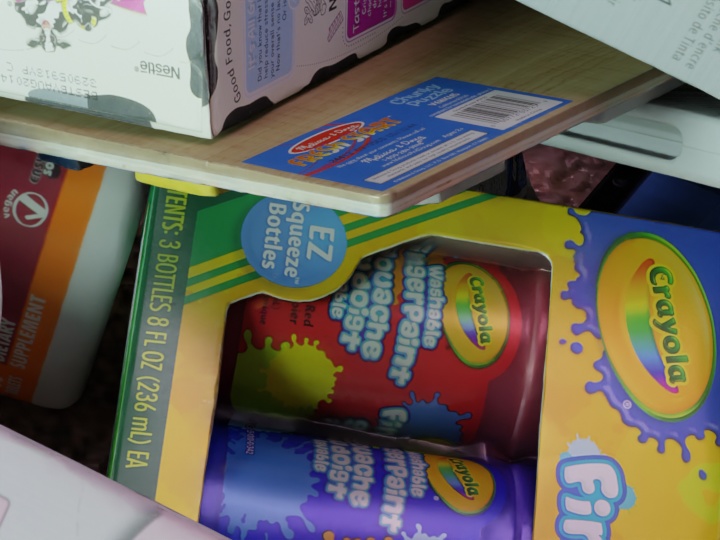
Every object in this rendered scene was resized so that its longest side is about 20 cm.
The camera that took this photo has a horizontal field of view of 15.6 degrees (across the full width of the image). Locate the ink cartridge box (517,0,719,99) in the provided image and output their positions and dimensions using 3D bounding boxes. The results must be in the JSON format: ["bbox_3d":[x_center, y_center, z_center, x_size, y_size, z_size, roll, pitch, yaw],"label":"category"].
[{"bbox_3d":[0.121,-0.096,0.720,0.199,0.050,0.162,23,34,-3],"label":"ink cartridge box"}]

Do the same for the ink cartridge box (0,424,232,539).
[{"bbox_3d":[-0.080,0.145,0.567,0.162,0.057,0.200,29,65,-18],"label":"ink cartridge box"}]

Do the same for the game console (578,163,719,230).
[{"bbox_3d":[0.144,0.005,0.858,0.116,0.176,0.200,48,46,-5],"label":"game console"}]

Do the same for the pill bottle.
[{"bbox_3d":[-0.166,-0.037,0.804,0.199,0.110,0.110,18,42,-6],"label":"pill bottle"}]

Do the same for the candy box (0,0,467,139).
[{"bbox_3d":[-0.045,-0.104,0.755,0.136,0.061,0.200,12,26,27],"label":"candy box"}]

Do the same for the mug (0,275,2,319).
[{"bbox_3d":[-0.174,0.043,0.676,0.200,0.148,0.175,-43,51,7],"label":"mug"}]

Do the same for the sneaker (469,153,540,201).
[{"bbox_3d":[0.000,0.000,0.832,0.077,0.085,0.200,7,37,19],"label":"sneaker"}]

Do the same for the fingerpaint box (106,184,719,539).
[{"bbox_3d":[0.011,0.079,0.714,0.166,0.073,0.201,10,67,-5],"label":"fingerpaint box"}]

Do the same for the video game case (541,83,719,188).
[{"bbox_3d":[0.128,-0.046,0.810,0.200,0.022,0.182,-3,15,-44],"label":"video game case"}]

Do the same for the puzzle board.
[{"bbox_3d":[0.008,-0.055,0.734,0.150,0.017,0.200,13,27,36],"label":"puzzle board"}]
